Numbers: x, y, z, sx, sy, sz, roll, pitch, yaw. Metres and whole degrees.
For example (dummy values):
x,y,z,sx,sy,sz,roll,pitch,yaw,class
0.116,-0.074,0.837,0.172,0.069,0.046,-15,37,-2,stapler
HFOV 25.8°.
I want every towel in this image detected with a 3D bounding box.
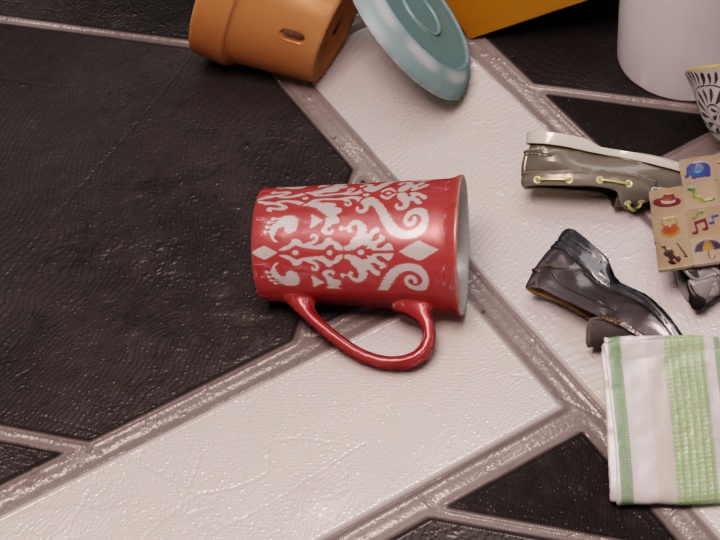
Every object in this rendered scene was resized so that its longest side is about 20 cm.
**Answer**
x,y,z,sx,sy,sz,roll,pitch,yaw,class
0.313,0.131,1.383,0.197,0.031,0.151,-1,77,-1,towel

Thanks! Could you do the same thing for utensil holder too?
x,y,z,sx,sy,sz,roll,pitch,yaw,class
0.360,-0.310,1.695,0.168,0.201,0.171,-1,48,1,utensil holder

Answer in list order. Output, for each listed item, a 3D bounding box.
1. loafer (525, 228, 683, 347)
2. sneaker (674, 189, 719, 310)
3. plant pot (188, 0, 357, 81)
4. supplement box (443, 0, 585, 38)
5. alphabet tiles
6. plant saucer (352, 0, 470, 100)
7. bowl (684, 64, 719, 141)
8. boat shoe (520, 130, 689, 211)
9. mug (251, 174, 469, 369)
x,y,z,sx,sy,sz,roll,pitch,yaw,class
0.240,0.048,1.475,0.072,0.073,0.200,-44,56,-2,loafer
0.371,0.009,1.500,0.115,0.075,0.199,-42,51,-21,sneaker
-0.082,-0.301,1.735,0.139,0.201,0.201,27,53,5,plant pot
0.198,-0.398,1.775,0.196,0.133,0.201,-13,37,39,supplement box
0.378,-0.053,1.496,0.198,0.008,0.169,-9,51,13,alphabet tiles
0.058,-0.275,1.703,0.027,0.199,0.202,-35,40,27,plant saucer
0.431,-0.157,1.601,0.198,0.201,0.095,0,92,0,bowl
0.261,-0.093,1.598,0.199,0.072,0.061,13,89,-1,boat shoe
-0.001,-0.010,1.494,0.197,0.134,0.179,1,46,9,mug
